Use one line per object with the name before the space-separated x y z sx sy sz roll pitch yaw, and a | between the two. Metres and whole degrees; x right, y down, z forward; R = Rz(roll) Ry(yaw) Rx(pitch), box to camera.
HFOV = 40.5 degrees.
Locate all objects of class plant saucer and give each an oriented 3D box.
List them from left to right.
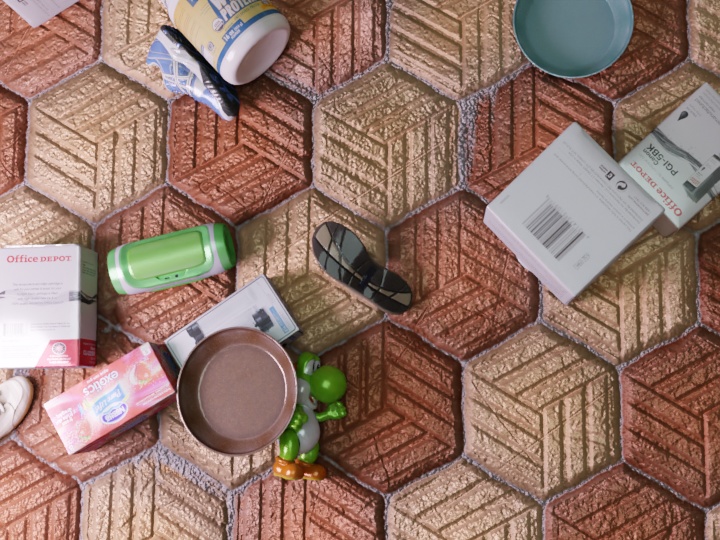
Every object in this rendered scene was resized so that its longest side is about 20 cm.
plant saucer | -0.190 0.190 1.535 0.198 0.037 0.202 -2 80 11
plant saucer | 0.353 -0.414 1.633 0.198 0.036 0.202 -1 84 5

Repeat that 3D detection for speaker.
speaker | -0.312 -0.019 1.618 0.198 0.088 0.089 -13 82 3

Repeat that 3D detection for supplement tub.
supplement tub | -0.229 -0.427 1.630 0.145 0.145 0.200 -43 82 -1

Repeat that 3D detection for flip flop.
flip flop | 0.000 0.000 1.606 0.199 0.058 0.081 37 82 -7

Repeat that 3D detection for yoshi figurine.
yoshi figurine | -0.073 0.233 1.561 0.111 0.112 0.202 8 81 -10

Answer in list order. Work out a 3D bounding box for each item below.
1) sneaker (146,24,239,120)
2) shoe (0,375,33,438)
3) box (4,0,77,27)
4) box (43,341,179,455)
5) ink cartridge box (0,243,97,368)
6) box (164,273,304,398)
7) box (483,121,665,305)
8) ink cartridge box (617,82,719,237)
sneaker | -0.284 -0.325 1.669 0.200 0.076 0.077 47 111 9
shoe | -0.624 0.257 1.625 0.070 0.053 0.200 42 88 8
box | -0.537 -0.544 1.637 0.199 0.199 0.131 -31 81 1
box | -0.393 0.208 1.588 0.199 0.103 0.095 -31 82 -1
ink cartridge box | -0.520 0.062 1.625 0.143 0.084 0.202 -1 84 6
box | -0.206 0.110 1.604 0.199 0.060 0.117 -33 81 0
box | 0.332 -0.086 1.545 0.200 0.131 0.199 -43 81 -2
ink cartridge box | 0.522 -0.175 1.564 0.200 0.083 0.147 -43 82 -2
